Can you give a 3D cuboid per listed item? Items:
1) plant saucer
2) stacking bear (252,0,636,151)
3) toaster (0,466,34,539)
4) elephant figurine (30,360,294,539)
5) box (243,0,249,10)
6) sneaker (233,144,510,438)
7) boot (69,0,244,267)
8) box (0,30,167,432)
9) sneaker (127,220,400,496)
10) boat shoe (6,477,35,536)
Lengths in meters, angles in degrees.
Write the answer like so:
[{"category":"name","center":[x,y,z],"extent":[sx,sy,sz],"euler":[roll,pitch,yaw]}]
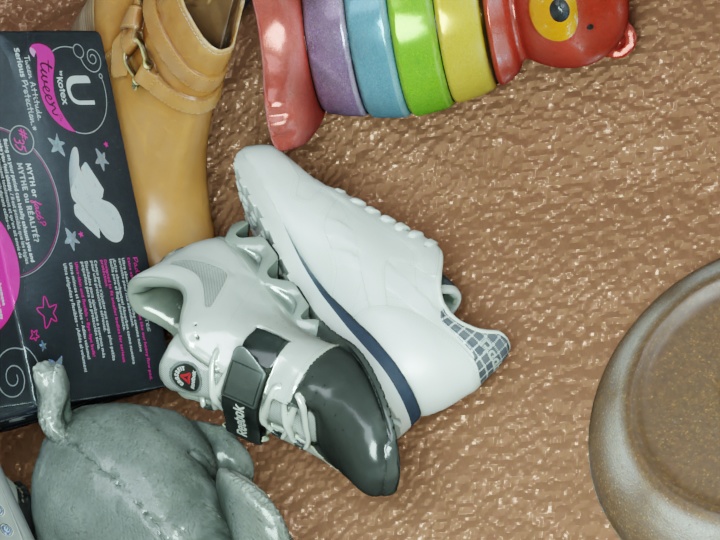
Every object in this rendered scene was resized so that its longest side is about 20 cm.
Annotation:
[{"category":"plant saucer","center":[0.204,0.066,1.425],"extent":[0.200,0.037,0.201],"euler":[-12,57,19]},{"category":"stacking bear","center":[0.049,-0.140,1.571],"extent":[0.199,0.114,0.122],"euler":[-7,96,8]},{"category":"toaster","center":[-0.259,0.137,1.458],"extent":[0.200,0.113,0.129],"euler":[-38,62,34]},{"category":"elephant figurine","center":[-0.076,0.155,1.426],"extent":[0.200,0.155,0.142],"euler":[42,119,48]},{"category":"box","center":[-0.100,-0.286,1.665],"extent":[0.117,0.197,0.200],"euler":[23,74,32]},{"category":"sneaker","center":[0.000,0.000,1.541],"extent":[0.080,0.076,0.200],"euler":[-32,60,-7]},{"category":"boot","center":[-0.100,-0.087,1.561],"extent":[0.155,0.074,0.200],"euler":[-36,68,56]},{"category":"box","center":[-0.200,-0.016,1.545],"extent":[0.132,0.115,0.201],"euler":[-16,83,37]},{"category":"sneaker","center":[-0.053,0.058,1.478],"extent":[0.088,0.074,0.200],"euler":[-19,43,-25]},{"category":"boat shoe","center":[-0.203,0.206,1.516],"extent":[0.074,0.060,0.200],"euler":[-17,53,38]}]
